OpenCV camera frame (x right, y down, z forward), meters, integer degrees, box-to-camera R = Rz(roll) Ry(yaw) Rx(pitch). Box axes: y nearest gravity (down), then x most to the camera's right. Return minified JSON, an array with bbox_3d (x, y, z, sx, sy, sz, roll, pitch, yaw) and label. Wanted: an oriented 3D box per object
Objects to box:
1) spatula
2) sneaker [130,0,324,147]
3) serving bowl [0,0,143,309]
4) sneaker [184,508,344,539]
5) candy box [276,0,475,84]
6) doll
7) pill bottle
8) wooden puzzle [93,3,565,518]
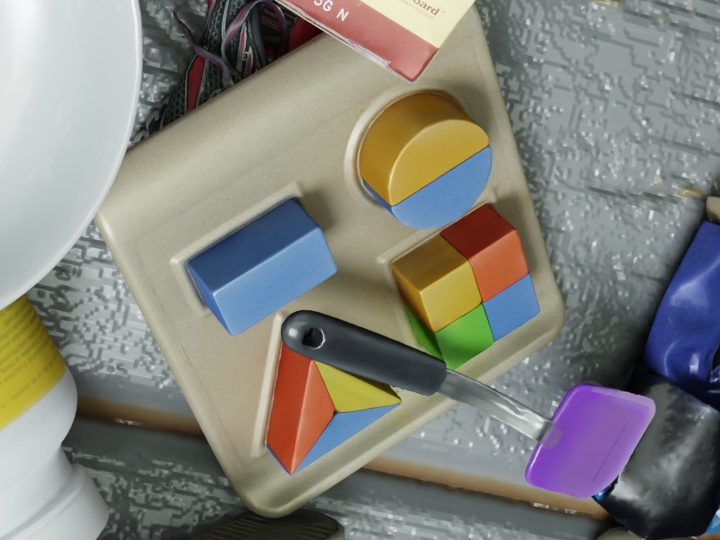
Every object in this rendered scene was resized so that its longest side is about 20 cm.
[{"bbox_3d":[0.049,0.056,0.757,0.199,0.021,0.057,22,102,-26],"label":"spatula"},{"bbox_3d":[-0.054,-0.068,0.752,0.080,0.075,0.202,15,95,-15],"label":"sneaker"},{"bbox_3d":[-0.179,-0.076,0.611,0.199,0.066,0.202,-14,115,-33],"label":"serving bowl"},{"bbox_3d":[-0.078,0.180,0.742,0.199,0.074,0.107,-11,106,-46],"label":"sneaker"},{"bbox_3d":[-0.008,-0.166,0.686,0.115,0.201,0.055,31,120,-15],"label":"candy box"},{"bbox_3d":[0.166,0.072,0.834,0.136,0.048,0.201,25,91,-14],"label":"doll"},{"bbox_3d":[-0.188,0.039,0.715,0.111,0.112,0.201,-30,102,-7],"label":"pill bottle"},{"bbox_3d":[0.000,0.000,0.748,0.184,0.046,0.201,-32,127,-11],"label":"wooden puzzle"}]
